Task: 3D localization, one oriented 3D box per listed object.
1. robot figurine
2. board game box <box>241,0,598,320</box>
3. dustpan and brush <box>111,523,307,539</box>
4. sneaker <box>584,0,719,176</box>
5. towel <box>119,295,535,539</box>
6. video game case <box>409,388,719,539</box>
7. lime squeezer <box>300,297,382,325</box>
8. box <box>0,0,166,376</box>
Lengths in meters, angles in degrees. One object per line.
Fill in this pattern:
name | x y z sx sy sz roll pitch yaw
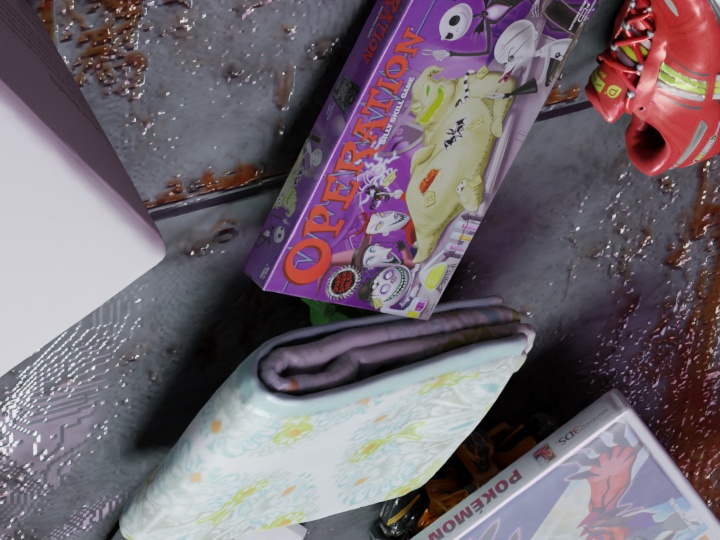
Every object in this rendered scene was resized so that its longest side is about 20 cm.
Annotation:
robot figurine | 0.077 0.171 1.765 0.145 0.058 0.200 -23 141 -17
board game box | 0.031 -0.071 1.467 0.120 0.032 0.200 13 113 -38
dustpan and brush | -0.126 0.212 1.667 0.200 0.057 0.140 -40 141 10
sneaker | 0.156 -0.113 1.498 0.085 0.077 0.200 -26 142 -3
towel | -0.016 0.087 1.577 0.200 0.048 0.171 -9 150 -38
video game case | 0.117 0.170 1.727 0.182 0.023 0.200 -37 143 3
lime squeezer | 0.000 0.000 1.543 0.071 0.038 0.200 -28 141 -5
box | -0.231 -0.050 1.220 0.200 0.171 0.199 -36 142 5
